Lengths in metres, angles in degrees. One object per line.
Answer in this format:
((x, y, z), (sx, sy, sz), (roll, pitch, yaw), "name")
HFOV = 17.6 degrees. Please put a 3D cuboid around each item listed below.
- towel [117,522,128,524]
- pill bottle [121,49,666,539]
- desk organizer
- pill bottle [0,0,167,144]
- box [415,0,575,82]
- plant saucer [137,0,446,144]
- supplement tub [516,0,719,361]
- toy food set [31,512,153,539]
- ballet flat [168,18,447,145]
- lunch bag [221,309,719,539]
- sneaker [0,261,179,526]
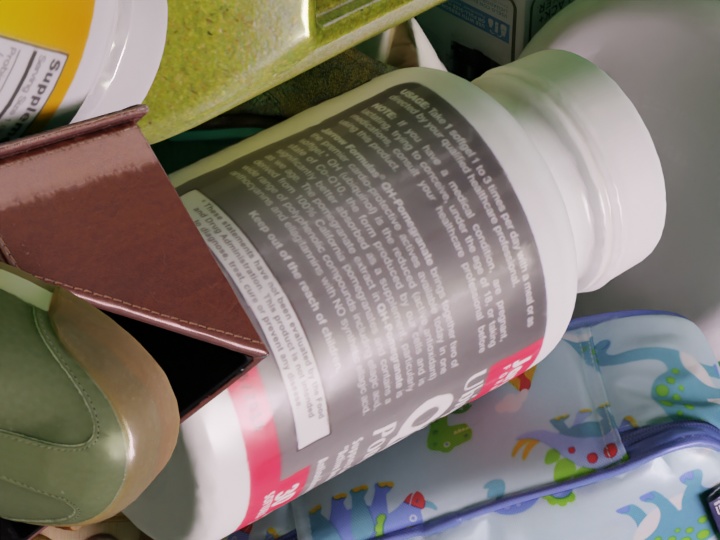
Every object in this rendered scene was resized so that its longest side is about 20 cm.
((-0.143, 0.174, 0.887), (0.146, 0.030, 0.201), (-9, 120, -54), "towel")
((0.000, 0.000, 0.762), (0.200, 0.111, 0.111), (-27, 137, -27), "pill bottle")
((-0.120, 0.042, 0.657), (0.072, 0.077, 0.200), (-22, 168, -47), "desk organizer")
((-0.138, -0.079, 0.595), (0.200, 0.109, 0.110), (10, 107, -59), "pill bottle")
((0.077, -0.067, 0.978), (0.117, 0.060, 0.201), (-38, 143, -33), "box")
((0.000, -0.157, 0.732), (0.200, 0.048, 0.201), (-33, 129, -52), "plant saucer")
((0.157, -0.043, 0.916), (0.200, 0.144, 0.145), (-9, 123, -54), "supplement tub")
((-0.092, 0.101, 0.817), (0.143, 0.060, 0.201), (7, 88, -58), "toy food set")
((-0.006, -0.070, 0.854), (0.200, 0.071, 0.071), (8, 109, -59), "ballet flat")
((0.052, 0.105, 0.847), (0.199, 0.083, 0.161), (-16, 137, 5), "lunch bag")
((-0.151, 0.028, 0.559), (0.090, 0.199, 0.067), (-48, 155, -56), "sneaker")
